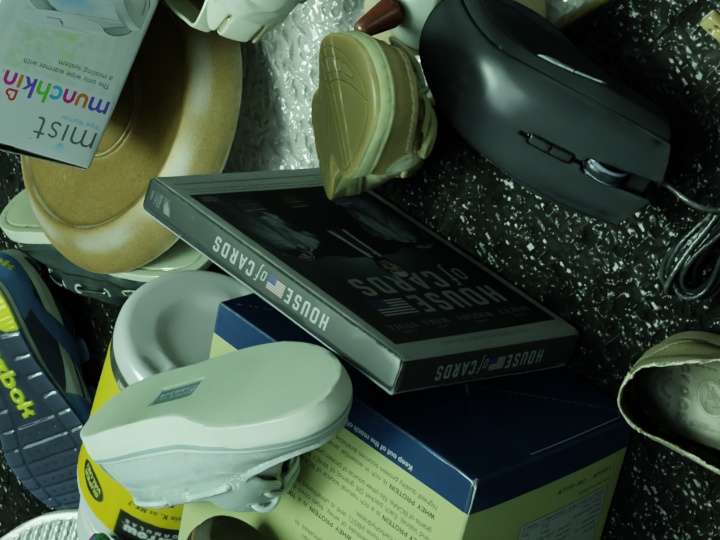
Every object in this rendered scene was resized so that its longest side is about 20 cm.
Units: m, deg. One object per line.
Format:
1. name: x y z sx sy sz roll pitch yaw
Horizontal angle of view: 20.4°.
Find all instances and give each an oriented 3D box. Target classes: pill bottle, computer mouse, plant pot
1. pill bottle: -0.114 0.105 1.240 0.114 0.114 0.201 49 141 25
2. computer mouse: 0.120 -0.079 0.957 0.200 0.046 0.141 40 129 4
3. plant pot: -0.152 -0.099 1.241 0.199 0.027 0.202 -12 72 41

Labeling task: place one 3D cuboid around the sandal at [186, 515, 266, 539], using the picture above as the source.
1. sandal: -0.015 0.189 1.014 0.055 0.081 0.200 -51 55 16

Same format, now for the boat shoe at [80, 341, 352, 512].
1. boat shoe: -0.065 0.088 1.040 0.200 0.070 0.072 -12 118 47

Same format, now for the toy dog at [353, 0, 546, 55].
1. toy dog: 0.023 -0.194 1.033 0.131 0.096 0.202 -27 81 46

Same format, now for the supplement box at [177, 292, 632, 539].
1. supplement box: 0.016 0.134 1.104 0.199 0.134 0.202 32 123 36

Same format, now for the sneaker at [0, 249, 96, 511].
1. sneaker: -0.220 0.074 1.390 0.073 0.082 0.202 -14 110 20

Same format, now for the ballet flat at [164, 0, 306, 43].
1. ballet flat: -0.073 -0.167 1.129 0.200 0.069 0.072 24 93 61

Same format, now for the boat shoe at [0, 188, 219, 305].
1. boat shoe: -0.153 -0.009 1.297 0.198 0.075 0.066 8 139 39

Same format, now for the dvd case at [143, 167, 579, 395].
1. dvd case: 0.000 0.000 1.072 0.199 0.150 0.025 34 116 35

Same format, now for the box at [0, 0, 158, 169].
1. box: -0.194 -0.185 1.192 0.178 0.096 0.200 -64 33 16

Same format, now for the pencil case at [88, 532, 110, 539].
1. pencil case: -0.100 0.234 1.182 0.199 0.085 0.093 24 145 23

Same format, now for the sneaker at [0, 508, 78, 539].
1. sneaker: -0.223 0.219 1.437 0.199 0.105 0.076 -21 80 18

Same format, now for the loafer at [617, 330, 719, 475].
1. loafer: 0.204 0.076 0.940 0.199 0.067 0.077 7 106 45

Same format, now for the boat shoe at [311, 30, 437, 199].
1. boat shoe: 0.014 -0.079 1.027 0.201 0.062 0.074 114 145 -78
